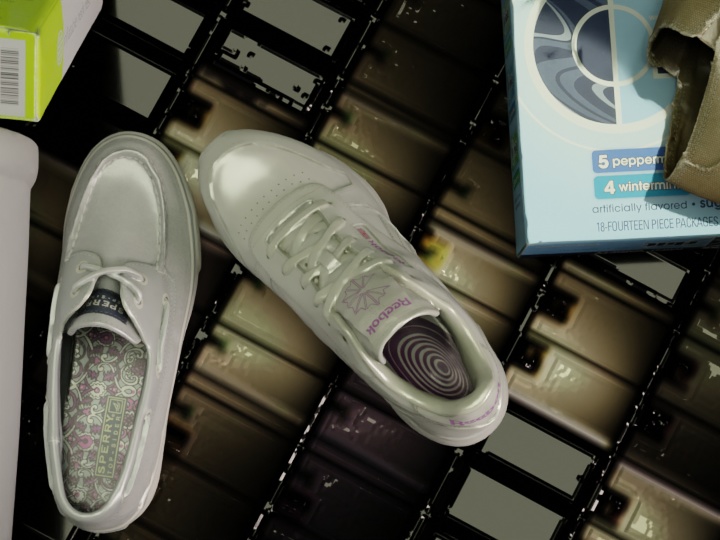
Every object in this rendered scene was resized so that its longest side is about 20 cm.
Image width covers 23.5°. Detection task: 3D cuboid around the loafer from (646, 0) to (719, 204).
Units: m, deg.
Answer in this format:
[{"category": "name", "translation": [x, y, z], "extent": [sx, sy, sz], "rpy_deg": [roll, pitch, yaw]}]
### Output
[{"category": "loafer", "translation": [0.173, -0.125, 0.824], "extent": [0.067, 0.076, 0.200], "rpy_deg": [-2, 82, -9]}]

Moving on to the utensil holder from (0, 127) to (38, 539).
[{"category": "utensil holder", "translation": [-0.238, 0.037, 0.799], "extent": [0.170, 0.170, 0.200], "rpy_deg": [1, 85, -1]}]

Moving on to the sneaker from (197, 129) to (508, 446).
[{"category": "sneaker", "translation": [0.000, 0.000, 0.838], "extent": [0.200, 0.100, 0.075], "rpy_deg": [44, 86, 6]}]

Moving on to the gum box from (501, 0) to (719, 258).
[{"category": "gum box", "translation": [0.159, -0.111, 0.883], "extent": [0.170, 0.045, 0.200], "rpy_deg": [-2, 82, -1]}]

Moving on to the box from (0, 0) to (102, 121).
[{"category": "box", "translation": [-0.194, -0.129, 0.826], "extent": [0.122, 0.200, 0.048], "rpy_deg": [5, 114, -1]}]

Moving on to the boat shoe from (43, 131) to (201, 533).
[{"category": "boat shoe", "translation": [-0.123, 0.027, 0.848], "extent": [0.072, 0.069, 0.200], "rpy_deg": [11, 82, 1]}]
